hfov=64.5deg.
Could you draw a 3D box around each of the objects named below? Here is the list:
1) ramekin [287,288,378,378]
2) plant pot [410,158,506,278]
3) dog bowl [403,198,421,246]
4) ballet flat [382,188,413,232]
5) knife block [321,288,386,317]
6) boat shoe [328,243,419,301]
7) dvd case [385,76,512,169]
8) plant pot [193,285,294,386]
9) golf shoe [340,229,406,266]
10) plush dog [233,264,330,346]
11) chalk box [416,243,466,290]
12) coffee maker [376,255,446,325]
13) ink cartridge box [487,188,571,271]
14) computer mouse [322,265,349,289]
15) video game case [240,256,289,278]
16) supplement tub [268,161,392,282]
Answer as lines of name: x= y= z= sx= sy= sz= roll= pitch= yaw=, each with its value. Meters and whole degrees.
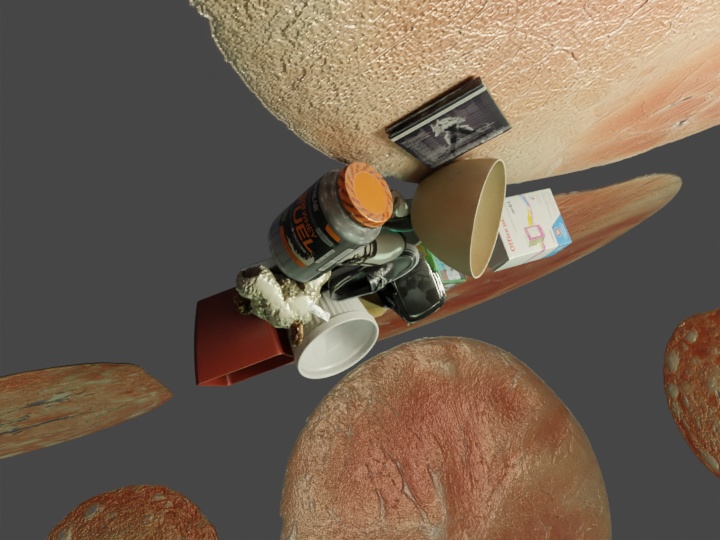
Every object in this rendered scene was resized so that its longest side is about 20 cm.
ramekin: x=-0.067 y=0.132 z=1.244 sx=0.195 sy=0.106 sz=0.203 roll=-22 pitch=145 yaw=-16
plant pot: x=0.164 y=-0.102 z=1.004 sx=0.131 sy=0.207 sz=0.199 roll=14 pitch=-179 yaw=24
dog bowl: x=0.054 y=-0.074 z=1.171 sx=0.195 sy=0.060 sz=0.200 roll=-19 pitch=167 yaw=-5
ballet flat: x=0.039 y=-0.105 z=1.010 sx=0.195 sy=0.068 sz=0.070 roll=-8 pitch=134 yaw=-34
knife block: x=-0.032 y=0.054 z=1.330 sx=0.195 sy=0.065 sz=0.178 roll=-17 pitch=141 yaw=-18
boat shoe: x=0.027 y=0.010 z=1.132 sx=0.194 sy=0.073 sz=0.068 roll=-18 pitch=-150 yaw=7
dvd case: x=0.137 y=-0.211 z=0.849 sx=0.146 sy=0.016 sz=0.199 roll=-25 pitch=167 yaw=23
plant pot: x=-0.267 y=0.141 z=1.284 sx=0.194 sy=0.181 sz=0.200 roll=-20 pitch=168 yaw=2
golf shoe: x=-0.007 y=-0.037 z=1.037 sx=0.193 sy=0.080 sz=0.095 roll=-3 pitch=-165 yaw=-6
plush dog: x=-0.159 y=0.058 z=1.145 sx=0.195 sy=0.166 sz=0.171 roll=-14 pitch=-171 yaw=-25
chalk box: x=0.183 y=-0.008 z=1.477 sx=0.122 sy=0.127 sz=0.198 roll=-3 pitch=158 yaw=-47
coffee maker: x=0.118 y=0.045 z=1.315 sx=0.135 sy=0.191 sz=0.200 roll=-49 pitch=-164 yaw=-2
ink cartridge box: x=0.382 y=-0.097 z=1.357 sx=0.195 sy=0.148 sz=0.085 roll=-14 pitch=166 yaw=-23
computer mouse: x=0.000 y=0.000 z=1.193 sx=0.193 sy=0.035 sz=0.059 roll=-9 pitch=139 yaw=4
video game case: x=-0.141 y=-0.009 z=1.221 sx=0.195 sy=0.023 sz=0.183 roll=-21 pitch=166 yaw=1
supplement tub: x=-0.047 y=-0.074 z=0.883 sx=0.120 sy=0.126 sz=0.198 roll=-6 pitch=160 yaw=-45
